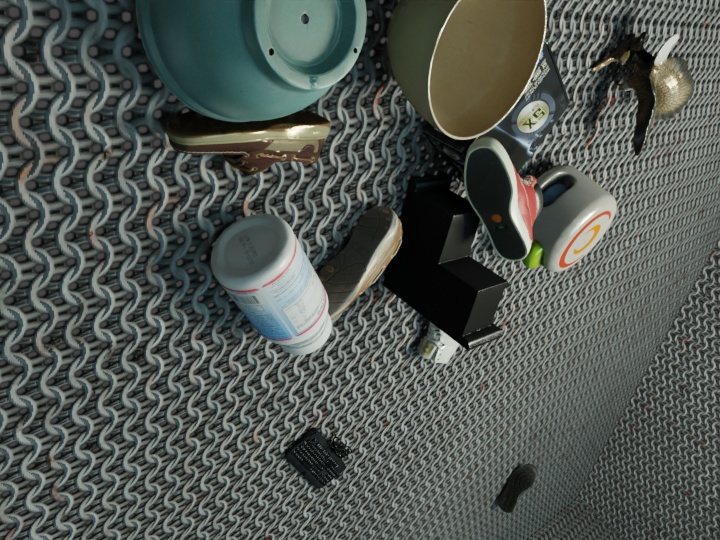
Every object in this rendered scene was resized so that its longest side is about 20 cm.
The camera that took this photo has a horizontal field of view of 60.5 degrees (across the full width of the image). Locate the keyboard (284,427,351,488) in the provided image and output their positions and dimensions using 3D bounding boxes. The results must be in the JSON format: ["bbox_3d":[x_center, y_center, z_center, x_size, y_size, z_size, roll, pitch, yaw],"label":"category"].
[{"bbox_3d":[-0.067,0.365,1.190,0.104,0.040,0.200,-41,143,-13],"label":"keyboard"}]

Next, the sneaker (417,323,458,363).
[{"bbox_3d":[0.153,0.121,1.191,0.116,0.074,0.200,-52,145,-5],"label":"sneaker"}]

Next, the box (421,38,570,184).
[{"bbox_3d":[0.211,-0.236,0.942,0.200,0.086,0.164,-52,144,0],"label":"box"}]

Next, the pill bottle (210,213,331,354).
[{"bbox_3d":[-0.106,0.027,0.806,0.109,0.109,0.200,-41,143,-14],"label":"pill bottle"}]

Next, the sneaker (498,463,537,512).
[{"bbox_3d":[0.553,0.746,2.160,0.088,0.076,0.200,-7,130,-61],"label":"sneaker"}]

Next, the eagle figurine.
[{"bbox_3d":[0.542,-0.341,1.158,0.152,0.200,0.151,-30,-165,24],"label":"eagle figurine"}]

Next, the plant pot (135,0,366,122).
[{"bbox_3d":[-0.080,-0.230,0.561,0.200,0.134,0.201,-18,118,-38],"label":"plant pot"}]

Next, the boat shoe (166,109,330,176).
[{"bbox_3d":[-0.120,-0.137,0.688,0.200,0.072,0.072,-17,132,-44],"label":"boat shoe"}]

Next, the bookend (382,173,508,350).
[{"bbox_3d":[0.151,-0.019,0.966,0.092,0.199,0.200,-14,128,-40],"label":"bookend"}]

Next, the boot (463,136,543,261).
[{"bbox_3d":[0.220,-0.134,0.923,0.144,0.072,0.200,-58,134,-39],"label":"boot"}]

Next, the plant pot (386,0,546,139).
[{"bbox_3d":[0.109,-0.279,0.756,0.200,0.134,0.201,-28,137,-30],"label":"plant pot"}]

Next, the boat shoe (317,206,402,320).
[{"bbox_3d":[0.000,0.000,0.928,0.200,0.076,0.072,-51,146,2],"label":"boat shoe"}]

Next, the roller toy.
[{"bbox_3d":[0.385,-0.104,1.194,0.200,0.140,0.183,-11,139,-44],"label":"roller toy"}]
